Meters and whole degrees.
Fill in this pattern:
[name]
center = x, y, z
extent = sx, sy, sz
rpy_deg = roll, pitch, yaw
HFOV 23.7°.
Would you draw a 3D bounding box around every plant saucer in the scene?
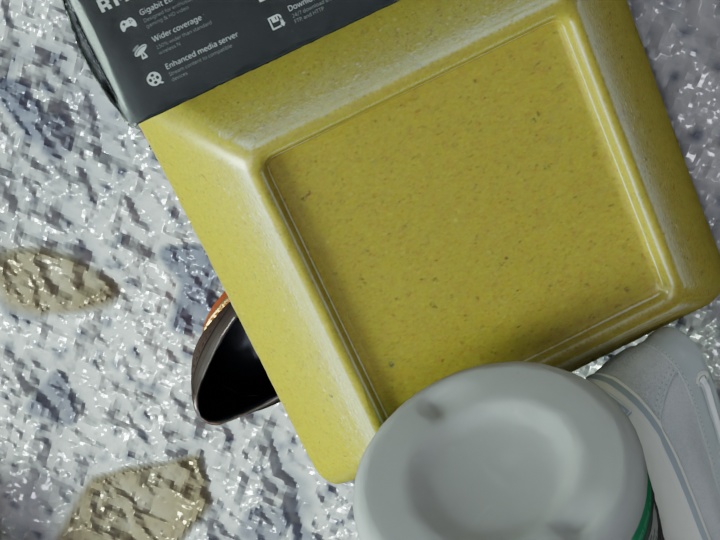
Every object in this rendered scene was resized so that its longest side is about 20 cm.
[plant saucer]
center = 0.040, -0.023, 0.689
extent = 0.200, 0.048, 0.200
rpy_deg = -26, 114, -2

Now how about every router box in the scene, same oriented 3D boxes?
[router box]
center = -0.005, -0.128, 0.598
extent = 0.200, 0.150, 0.062
rpy_deg = -25, 104, 0

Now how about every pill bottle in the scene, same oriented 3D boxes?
[pill bottle]
center = 0.074, 0.140, 0.703
extent = 0.113, 0.113, 0.200
rpy_deg = -5, 137, 16

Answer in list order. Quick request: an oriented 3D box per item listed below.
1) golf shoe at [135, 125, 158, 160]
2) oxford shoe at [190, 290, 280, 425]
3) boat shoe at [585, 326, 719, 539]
[golf shoe]
center = -0.068, -0.118, 0.701
extent = 0.092, 0.073, 0.200
rpy_deg = -18, 112, 20
[oxford shoe]
center = 0.000, 0.000, 0.744
extent = 0.071, 0.073, 0.200
rpy_deg = 40, 115, -8
[boat shoe]
center = 0.146, 0.102, 0.764
extent = 0.068, 0.072, 0.200
rpy_deg = -41, 127, -14
